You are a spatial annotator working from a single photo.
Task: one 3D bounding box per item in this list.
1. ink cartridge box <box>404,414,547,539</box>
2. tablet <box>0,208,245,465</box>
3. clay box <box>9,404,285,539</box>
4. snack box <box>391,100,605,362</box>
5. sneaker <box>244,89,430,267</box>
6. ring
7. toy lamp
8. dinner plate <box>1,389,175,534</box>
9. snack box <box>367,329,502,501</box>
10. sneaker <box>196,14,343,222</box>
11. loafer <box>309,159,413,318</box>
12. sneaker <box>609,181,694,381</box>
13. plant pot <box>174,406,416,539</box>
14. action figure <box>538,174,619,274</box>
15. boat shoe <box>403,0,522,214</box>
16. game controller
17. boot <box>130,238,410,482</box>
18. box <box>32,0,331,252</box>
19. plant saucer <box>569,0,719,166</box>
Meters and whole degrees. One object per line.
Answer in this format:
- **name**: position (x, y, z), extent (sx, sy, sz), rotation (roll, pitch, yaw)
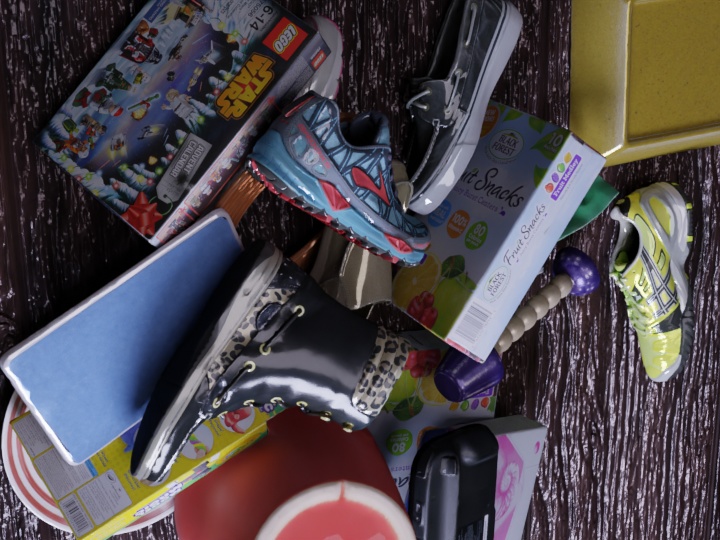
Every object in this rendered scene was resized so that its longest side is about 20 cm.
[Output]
- **ink cartridge box**: position (0.098, 0.238, 1.239), extent (0.200, 0.043, 0.198), rotation (1, 103, -60)
- **tablet**: position (-0.163, 0.051, 1.021), extent (0.199, 0.014, 0.131), rotation (-36, 135, -15)
- **clay box**: position (-0.164, 0.120, 1.082), extent (0.199, 0.115, 0.048), rotation (-31, 163, -14)
- **snack box**: position (0.107, -0.039, 1.171), extent (0.053, 0.142, 0.201), rotation (31, 92, -33)
- **sneaker**: position (0.005, -0.071, 1.035), extent (0.200, 0.079, 0.096), rotation (31, 92, -50)
- **ring**: position (-0.061, -0.050, 1.105), extent (0.200, 0.019, 0.201), rotation (-36, 155, -19)
- **toy lamp**: position (0.142, 0.050, 1.236), extent (0.200, 0.058, 0.059), rotation (-40, 123, -32)
- **dinner plate**: position (-0.206, 0.130, 1.144), extent (0.199, 0.024, 0.202), rotation (-9, 111, -25)
- **snack box**: position (0.054, 0.159, 1.275), extent (0.141, 0.053, 0.202), rotation (-3, 109, -27)
- **sneaker**: position (-0.094, -0.131, 1.076), extent (0.200, 0.081, 0.088), rotation (-51, 124, -4)
- **loafer**: position (0.000, 0.000, 1.160), extent (0.075, 0.068, 0.201), rotation (-7, 127, -56)
- **sneaker**: position (0.283, 0.014, 1.342), extent (0.076, 0.075, 0.202), rotation (-9, 101, -17)
- **plant pot**: position (-0.045, 0.217, 1.120), extent (0.199, 0.177, 0.202), rotation (-3, 100, -18)
- **action figure**: position (0.135, -0.024, 1.237), extent (0.200, 0.118, 0.055), rotation (-47, 135, 4)
- **boat shoe**: position (0.070, -0.151, 1.173), extent (0.071, 0.072, 0.201), rotation (23, 86, -23)
- **game controller**: position (0.078, 0.233, 1.163), extent (0.104, 0.042, 0.202), rotation (-18, 116, -52)
- **boot**: position (-0.069, 0.097, 1.027), extent (0.153, 0.073, 0.204), rotation (31, 93, -19)
- **box**: position (-0.136, -0.131, 1.023), extent (0.200, 0.137, 0.040), rotation (-52, 159, -3)
- **plant saucer**: position (0.293, -0.198, 1.279), extent (0.199, 0.048, 0.202), rotation (-12, 114, -24)
